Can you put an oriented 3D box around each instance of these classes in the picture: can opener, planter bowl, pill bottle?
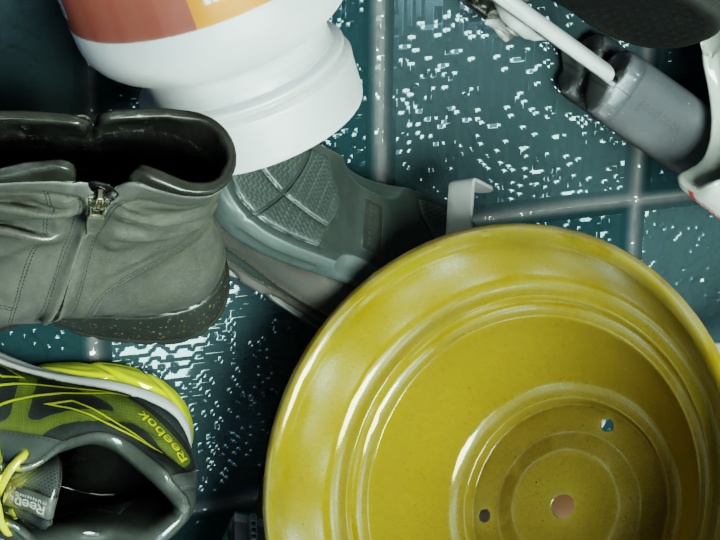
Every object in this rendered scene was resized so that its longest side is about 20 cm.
[{"bbox_3d":[0.119,-0.092,0.883,0.200,0.053,0.067,30,100,-29],"label":"can opener"},{"bbox_3d":[0.067,0.088,0.820,0.201,0.200,0.083,-50,150,7],"label":"planter bowl"},{"bbox_3d":[-0.068,-0.140,0.762,0.112,0.112,0.200,-24,118,-8],"label":"pill bottle"}]

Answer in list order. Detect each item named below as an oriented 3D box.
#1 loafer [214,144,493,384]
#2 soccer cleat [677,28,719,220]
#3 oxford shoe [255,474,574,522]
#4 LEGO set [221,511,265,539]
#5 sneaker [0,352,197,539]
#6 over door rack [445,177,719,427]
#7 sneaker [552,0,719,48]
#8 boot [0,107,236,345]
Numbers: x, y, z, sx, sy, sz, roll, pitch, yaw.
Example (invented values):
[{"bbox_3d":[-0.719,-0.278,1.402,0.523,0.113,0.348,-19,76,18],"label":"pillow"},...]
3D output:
[{"bbox_3d":[0.000,0.000,0.885,0.200,0.072,0.063,32,143,-31],"label":"loafer"},{"bbox_3d":[0.184,-0.110,0.863,0.085,0.069,0.201,16,88,-36],"label":"soccer cleat"},{"bbox_3d":[0.057,0.085,0.930,0.199,0.071,0.071,5,107,-19],"label":"oxford shoe"},{"bbox_3d":[-0.020,0.205,0.891,0.153,0.116,0.200,21,125,-20],"label":"LEGO set"},{"bbox_3d":[-0.156,0.068,0.839,0.199,0.085,0.075,5,110,-21],"label":"sneaker"},{"bbox_3d":[0.143,0.023,0.865,0.200,0.147,0.067,36,56,-43],"label":"over door rack"},{"bbox_3d":[0.071,-0.170,0.794,0.201,0.067,0.108,24,63,-40],"label":"sneaker"},{"bbox_3d":[-0.144,-0.020,0.766,0.199,0.068,0.131,-5,154,-2],"label":"boot"}]
